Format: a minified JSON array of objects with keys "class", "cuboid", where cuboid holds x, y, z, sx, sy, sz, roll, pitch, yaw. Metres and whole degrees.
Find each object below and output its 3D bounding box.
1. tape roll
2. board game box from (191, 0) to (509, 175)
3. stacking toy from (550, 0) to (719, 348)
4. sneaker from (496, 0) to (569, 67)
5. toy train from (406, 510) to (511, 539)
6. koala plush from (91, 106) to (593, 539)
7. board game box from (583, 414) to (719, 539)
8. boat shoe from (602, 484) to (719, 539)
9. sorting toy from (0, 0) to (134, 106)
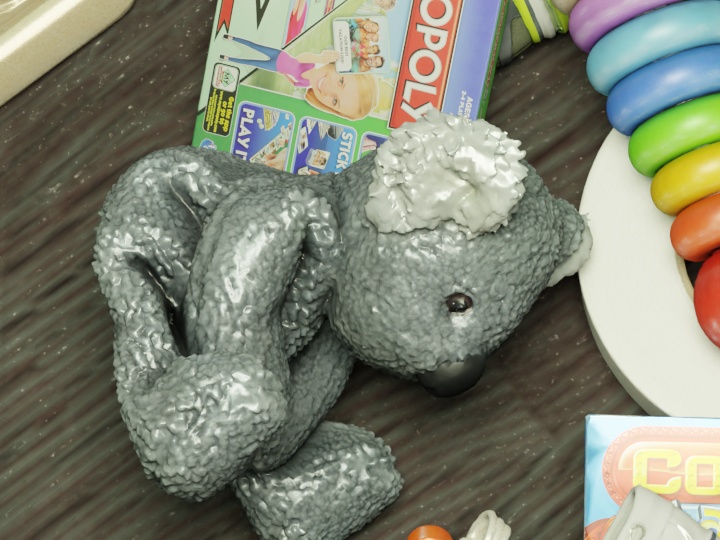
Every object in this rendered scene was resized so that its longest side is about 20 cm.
[{"class":"tape roll","cuboid":[0.200,-0.009,1.377,0.201,0.037,0.204,-2,74,6]},{"class":"board game box","cuboid":[0.001,-0.125,1.388,0.134,0.029,0.201,14,106,11]},{"class":"stacking toy","cuboid":[0.153,-0.057,1.338,0.085,0.085,0.201,-18,77,1]},{"class":"sneaker","cuboid":[0.018,-0.175,1.428,0.081,0.074,0.200,-38,72,-2]},{"class":"toy train","cuboid":[0.018,0.205,1.293,0.055,0.150,0.201,33,74,-15]},{"class":"koala plush","cuboid":[0.000,0.000,1.317,0.199,0.177,0.185,-24,65,15]},{"class":"board game box","cuboid":[0.194,0.164,1.300,0.198,0.056,0.197,1,86,7]},{"class":"boat shoe","cuboid":[0.077,0.180,1.250,0.065,0.074,0.200,39,81,-1]},{"class":"sorting toy","cuboid":[-0.236,-0.158,1.474,0.185,0.036,0.200,-36,78,-4]}]
